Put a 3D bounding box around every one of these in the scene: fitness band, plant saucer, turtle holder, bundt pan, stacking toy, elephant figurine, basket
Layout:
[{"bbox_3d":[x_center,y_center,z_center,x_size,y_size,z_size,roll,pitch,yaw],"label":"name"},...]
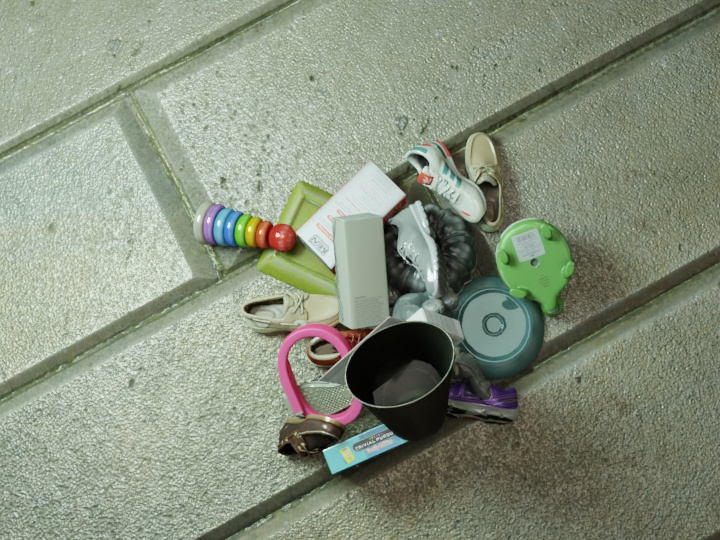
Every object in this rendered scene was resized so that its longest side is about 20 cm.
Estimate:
[{"bbox_3d":[-0.071,0.193,1.666,0.143,0.037,0.201,-17,104,15],"label":"fitness band"},{"bbox_3d":[0.252,0.106,1.748,0.198,0.036,0.202,0,79,2],"label":"plant saucer"},{"bbox_3d":[0.336,-0.013,1.711,0.185,0.132,0.141,39,104,-2],"label":"turtle holder"},{"bbox_3d":[0.125,-0.040,1.753,0.200,0.076,0.204,-2,73,6],"label":"bundt pan"},{"bbox_3d":[-0.217,-0.076,1.759,0.199,0.085,0.086,11,80,21],"label":"stacking toy"},{"bbox_3d":[-0.078,-0.057,1.790,0.199,0.048,0.201,24,81,8],"label":"plant saucer"},{"bbox_3d":[0.137,0.142,1.685,0.141,0.155,0.201,-18,107,-3],"label":"elephant figurine"},{"bbox_3d":[0.079,0.193,1.509,0.179,0.200,0.137,-25,59,-3],"label":"basket"}]

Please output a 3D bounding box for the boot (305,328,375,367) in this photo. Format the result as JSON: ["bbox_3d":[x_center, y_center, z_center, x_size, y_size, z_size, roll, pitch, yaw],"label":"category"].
[{"bbox_3d":[-0.006,0.144,1.719,0.198,0.107,0.076,-8,77,0],"label":"boot"}]

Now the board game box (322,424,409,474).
[{"bbox_3d":[0.037,0.306,1.662,0.199,0.151,0.047,-24,79,-2],"label":"board game box"}]

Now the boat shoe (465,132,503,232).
[{"bbox_3d":[0.245,-0.177,1.787,0.072,0.065,0.202,-5,79,2],"label":"boat shoe"}]

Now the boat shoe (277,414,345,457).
[{"bbox_3d":[-0.091,0.303,1.652,0.070,0.200,0.071,32,65,-16],"label":"boat shoe"}]

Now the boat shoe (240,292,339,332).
[{"bbox_3d":[-0.126,0.075,1.735,0.198,0.065,0.073,-4,63,11],"label":"boat shoe"}]

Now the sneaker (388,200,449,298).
[{"bbox_3d":[0.106,-0.029,1.674,0.082,0.075,0.201,-23,53,12],"label":"sneaker"}]

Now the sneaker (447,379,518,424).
[{"bbox_3d":[0.197,0.232,1.718,0.198,0.081,0.084,11,66,-4],"label":"sneaker"}]

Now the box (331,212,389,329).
[{"bbox_3d":[0.000,0.000,1.674,0.082,0.068,0.202,-7,101,-21],"label":"box"}]

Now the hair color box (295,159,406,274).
[{"bbox_3d":[-0.016,-0.101,1.740,0.200,0.061,0.102,-44,81,-6],"label":"hair color box"}]

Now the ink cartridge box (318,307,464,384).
[{"bbox_3d":[0.049,0.136,1.566,0.200,0.175,0.045,-43,45,32],"label":"ink cartridge box"}]

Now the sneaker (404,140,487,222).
[{"bbox_3d":[0.157,-0.164,1.759,0.093,0.070,0.200,-15,61,-38],"label":"sneaker"}]

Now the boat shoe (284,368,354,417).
[{"bbox_3d":[-0.047,0.223,1.723,0.199,0.062,0.075,-19,104,14],"label":"boat shoe"}]
